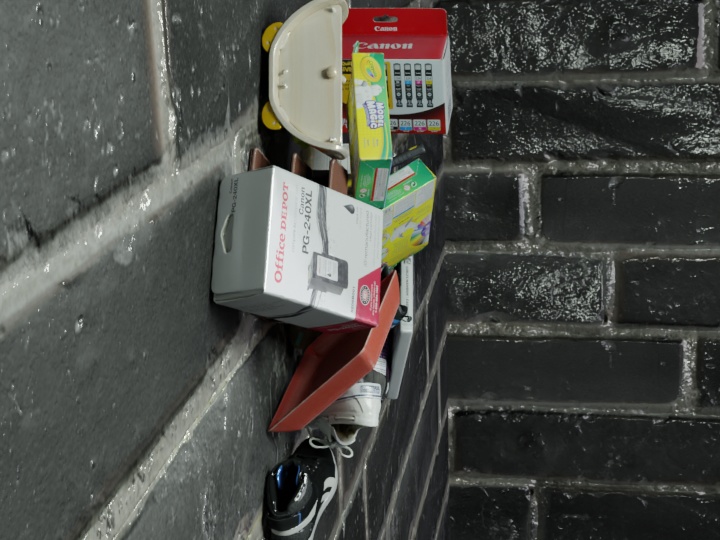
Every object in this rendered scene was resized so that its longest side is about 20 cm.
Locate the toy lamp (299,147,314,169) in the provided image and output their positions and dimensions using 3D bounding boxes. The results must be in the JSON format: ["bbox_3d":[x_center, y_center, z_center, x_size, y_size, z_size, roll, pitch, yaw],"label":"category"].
[{"bbox_3d":[-0.073,-0.173,1.713,0.058,0.057,0.203,50,41,-75],"label":"toy lamp"}]

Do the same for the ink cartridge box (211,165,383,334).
[{"bbox_3d":[-0.067,-0.019,1.421,0.199,0.083,0.147,19,70,-48],"label":"ink cartridge box"}]

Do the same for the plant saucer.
[{"bbox_3d":[-0.025,0.115,1.649,0.037,0.199,0.201,41,32,-10],"label":"plant saucer"}]

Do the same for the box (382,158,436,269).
[{"bbox_3d":[0.048,-0.065,1.812,0.048,0.117,0.201,49,-22,26],"label":"box"}]

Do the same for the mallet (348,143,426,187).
[{"bbox_3d":[-0.001,-0.127,1.745,0.042,0.198,0.066,63,14,-12],"label":"mallet"}]

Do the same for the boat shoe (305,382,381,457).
[{"bbox_3d":[-0.030,0.213,1.706,0.201,0.074,0.087,-26,-117,54],"label":"boat shoe"}]

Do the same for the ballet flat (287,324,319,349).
[{"bbox_3d":[-0.064,0.060,1.783,0.200,0.067,0.073,-63,172,-68],"label":"ballet flat"}]

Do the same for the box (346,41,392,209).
[{"bbox_3d":[0.009,-0.196,1.664,0.118,0.048,0.202,99,-13,-59],"label":"box"}]

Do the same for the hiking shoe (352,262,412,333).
[{"bbox_3d":[0.000,0.000,1.772,0.202,0.086,0.074,63,21,9],"label":"hiking shoe"}]

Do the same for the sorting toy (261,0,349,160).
[{"bbox_3d":[-0.052,-0.228,1.624,0.180,0.105,0.203,34,54,-72],"label":"sorting toy"}]

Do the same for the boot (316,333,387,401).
[{"bbox_3d":[-0.009,0.125,1.849,0.131,0.069,0.201,41,55,-23],"label":"boot"}]

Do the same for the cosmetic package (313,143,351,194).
[{"bbox_3d":[-0.022,-0.151,1.928,0.200,0.081,0.051,42,50,-78],"label":"cosmetic package"}]

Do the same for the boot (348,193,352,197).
[{"bbox_3d":[-0.011,-0.068,1.878,0.200,0.096,0.075,-55,131,-53],"label":"boot"}]

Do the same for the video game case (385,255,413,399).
[{"bbox_3d":[0.061,0.074,1.960,0.201,0.023,0.184,99,-6,-54],"label":"video game case"}]

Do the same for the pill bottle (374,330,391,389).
[{"bbox_3d":[-0.009,0.128,1.938,0.113,0.111,0.203,55,37,-73],"label":"pill bottle"}]

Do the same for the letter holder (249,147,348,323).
[{"bbox_3d":[-0.081,-0.043,1.552,0.142,0.099,0.203,41,50,-75],"label":"letter holder"}]

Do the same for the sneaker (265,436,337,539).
[{"bbox_3d":[-0.077,0.273,1.667,0.201,0.072,0.113,-75,164,-50],"label":"sneaker"}]

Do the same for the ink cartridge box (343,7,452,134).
[{"bbox_3d":[0.037,-0.306,1.915,0.084,0.197,0.177,-75,163,-51],"label":"ink cartridge box"}]
